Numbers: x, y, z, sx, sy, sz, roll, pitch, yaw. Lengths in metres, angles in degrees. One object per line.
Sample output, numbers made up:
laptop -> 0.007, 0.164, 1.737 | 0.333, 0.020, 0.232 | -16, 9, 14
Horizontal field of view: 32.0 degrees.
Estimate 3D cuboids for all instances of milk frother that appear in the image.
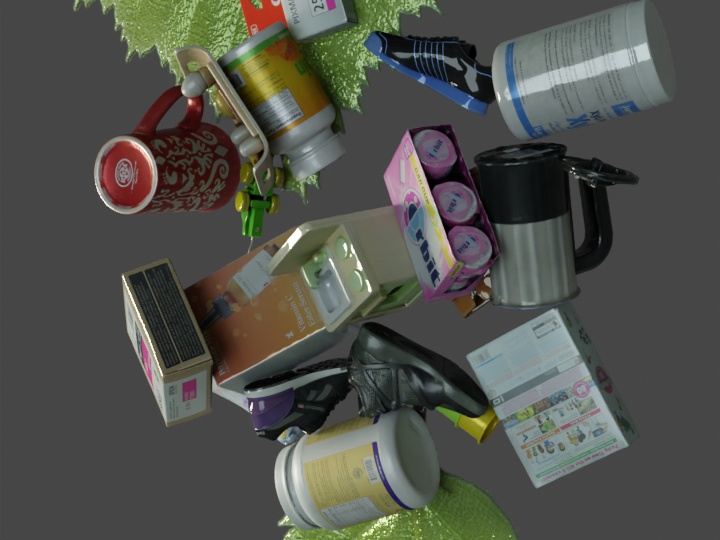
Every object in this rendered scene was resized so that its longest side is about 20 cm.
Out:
milk frother -> 0.243, -0.052, 1.532 | 0.179, 0.200, 0.190 | -10, 105, -3

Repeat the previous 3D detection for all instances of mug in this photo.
mug -> -0.285, -0.162, 1.793 | 0.133, 0.200, 0.179 | -20, 89, 27

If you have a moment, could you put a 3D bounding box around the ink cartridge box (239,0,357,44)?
ink cartridge box -> -0.110, -0.416, 1.761 | 0.172, 0.043, 0.202 | -15, 91, 25

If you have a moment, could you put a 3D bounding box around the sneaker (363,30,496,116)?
sneaker -> 0.101, -0.283, 1.670 | 0.199, 0.070, 0.078 | 31, 101, 15

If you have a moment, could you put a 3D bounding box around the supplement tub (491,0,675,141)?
supplement tub -> 0.275, -0.245, 1.552 | 0.199, 0.132, 0.133 | -13, 92, 27

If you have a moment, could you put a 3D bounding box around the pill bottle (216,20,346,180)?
pill bottle -> -0.103, -0.231, 1.735 | 0.111, 0.111, 0.201 | -27, 101, 26

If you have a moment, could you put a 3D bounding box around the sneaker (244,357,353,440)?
sneaker -> -0.064, 0.180, 1.759 | 0.076, 0.199, 0.088 | 2, 105, 67

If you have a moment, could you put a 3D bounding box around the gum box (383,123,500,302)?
gum box -> 0.101, -0.067, 1.578 | 0.114, 0.066, 0.201 | 120, 136, -59

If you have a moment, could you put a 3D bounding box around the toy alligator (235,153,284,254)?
toy alligator -> -0.154, -0.094, 1.824 | 0.054, 0.059, 0.202 | 34, 116, 61

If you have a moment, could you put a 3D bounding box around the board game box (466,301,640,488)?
board game box -> 0.254, 0.164, 1.658 | 0.147, 0.064, 0.201 | -30, 83, 27

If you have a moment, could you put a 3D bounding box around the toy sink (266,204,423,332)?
toy sink -> 0.000, 0.000, 1.642 | 0.130, 0.199, 0.113 | -46, 63, 48

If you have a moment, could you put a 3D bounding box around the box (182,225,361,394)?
box -> -0.126, 0.058, 1.756 | 0.199, 0.106, 0.153 | -29, 72, 8

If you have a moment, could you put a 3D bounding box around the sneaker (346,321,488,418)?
sneaker -> 0.068, 0.162, 1.678 | 0.198, 0.076, 0.115 | 27, 110, 0

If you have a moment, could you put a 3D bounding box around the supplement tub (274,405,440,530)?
supplement tub -> -0.005, 0.279, 1.751 | 0.199, 0.145, 0.146 | -20, 88, 27

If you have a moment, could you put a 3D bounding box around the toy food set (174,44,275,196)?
toy food set -> -0.185, -0.202, 1.713 | 0.060, 0.144, 0.201 | -32, 80, -6

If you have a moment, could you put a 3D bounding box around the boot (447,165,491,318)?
boot -> 0.158, -0.044, 1.660 | 0.200, 0.076, 0.156 | -40, 74, 30

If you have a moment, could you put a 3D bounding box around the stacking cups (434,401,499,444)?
stacking cups -> 0.102, 0.157, 1.731 | 0.199, 0.060, 0.061 | 36, 111, 18

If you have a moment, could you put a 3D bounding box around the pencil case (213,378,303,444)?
pencil case -> -0.156, 0.170, 1.842 | 0.199, 0.083, 0.091 | 32, 97, 19

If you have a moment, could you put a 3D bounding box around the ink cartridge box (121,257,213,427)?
ink cartridge box -> -0.267, 0.103, 1.741 | 0.075, 0.200, 0.166 | -19, 67, -16
